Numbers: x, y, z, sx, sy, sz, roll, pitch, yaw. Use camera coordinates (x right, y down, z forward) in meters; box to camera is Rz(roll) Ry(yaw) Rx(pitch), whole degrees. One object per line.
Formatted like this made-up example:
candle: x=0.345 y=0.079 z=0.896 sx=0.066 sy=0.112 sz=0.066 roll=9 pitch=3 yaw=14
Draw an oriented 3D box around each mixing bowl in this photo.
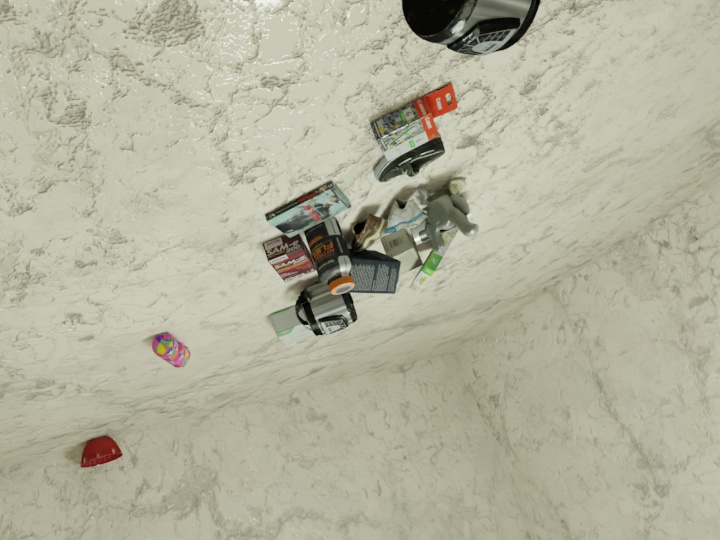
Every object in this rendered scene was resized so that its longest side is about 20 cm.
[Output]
mixing bowl: x=-1.294 y=0.893 z=2.914 sx=0.197 sy=0.110 sz=0.201 roll=-18 pitch=159 yaw=-7

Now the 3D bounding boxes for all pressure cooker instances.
pressure cooker: x=-0.124 y=0.130 z=2.030 sx=0.197 sy=0.178 sz=0.179 roll=-20 pitch=-175 yaw=1
pressure cooker: x=0.186 y=-0.438 z=0.917 sx=0.198 sy=0.176 sz=0.180 roll=-7 pitch=132 yaw=-37

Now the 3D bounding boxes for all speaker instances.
speaker: x=0.251 y=-0.157 z=1.837 sx=0.197 sy=0.082 sz=0.081 roll=-24 pitch=160 yaw=7

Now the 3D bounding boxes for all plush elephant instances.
plush elephant: x=0.256 y=-0.175 z=1.708 sx=0.164 sy=0.201 sz=0.154 roll=-37 pitch=178 yaw=41

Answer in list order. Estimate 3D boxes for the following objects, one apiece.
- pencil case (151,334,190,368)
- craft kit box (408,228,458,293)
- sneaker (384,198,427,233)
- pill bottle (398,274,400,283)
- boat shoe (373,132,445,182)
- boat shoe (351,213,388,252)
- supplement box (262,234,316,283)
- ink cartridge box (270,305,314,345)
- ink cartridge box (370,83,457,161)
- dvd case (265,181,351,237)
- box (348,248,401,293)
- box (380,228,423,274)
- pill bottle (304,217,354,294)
pencil case: x=-0.655 y=0.278 z=2.037 sx=0.087 sy=0.090 sz=0.200 roll=-18 pitch=162 yaw=-6
craft kit box: x=0.253 y=-0.039 z=2.028 sx=0.201 sy=0.048 sz=0.198 roll=-57 pitch=174 yaw=-27
sneaker: x=0.113 y=-0.165 z=1.703 sx=0.075 sy=0.087 sz=0.199 roll=-36 pitch=-167 yaw=-31
pill bottle: x=0.043 y=0.017 z=2.024 sx=0.111 sy=0.113 sz=0.199 roll=-32 pitch=156 yaw=29
boat shoe: x=0.118 y=-0.265 z=1.437 sx=0.199 sy=0.072 sz=0.072 roll=-32 pitch=157 yaw=29
boat shoe: x=0.009 y=-0.118 z=1.734 sx=0.074 sy=0.076 sz=0.202 roll=29 pitch=152 yaw=-14
supplement box: x=-0.203 y=-0.037 z=1.713 sx=0.107 sy=0.062 sz=0.200 roll=-21 pitch=159 yaw=1
ink cartridge box: x=-0.252 y=0.210 z=2.254 sx=0.143 sy=0.089 sz=0.201 roll=-19 pitch=158 yaw=-4
ink cartridge box: x=0.129 y=-0.329 z=1.314 sx=0.198 sy=0.051 sz=0.109 roll=-24 pitch=160 yaw=10
dvd case: x=-0.133 y=-0.156 z=1.537 sx=0.198 sy=0.022 sz=0.146 roll=-26 pitch=159 yaw=10
box: x=0.000 y=0.000 z=1.812 sx=0.197 sy=0.109 sz=0.148 roll=3 pitch=-167 yaw=-34
box: x=0.142 y=-0.060 z=1.973 sx=0.094 sy=0.079 sz=0.200 roll=-24 pitch=160 yaw=7
pill bottle: x=-0.080 y=-0.037 z=1.630 sx=0.105 sy=0.202 sz=0.106 roll=-18 pitch=160 yaw=-7
